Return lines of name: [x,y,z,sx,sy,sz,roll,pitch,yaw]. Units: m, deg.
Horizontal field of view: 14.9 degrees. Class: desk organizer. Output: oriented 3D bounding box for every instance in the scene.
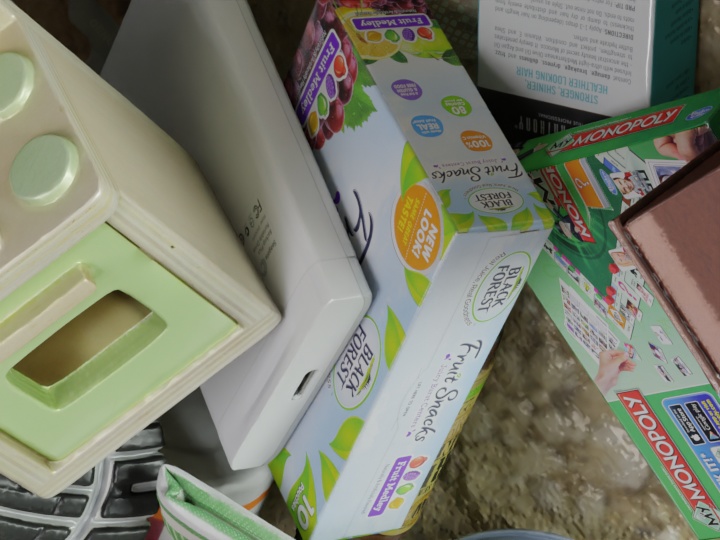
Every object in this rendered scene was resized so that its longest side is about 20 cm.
desk organizer: [0.180,-0.037,1.008,0.077,0.200,0.072,-33,91,39]

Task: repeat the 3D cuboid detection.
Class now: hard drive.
hard drive: [-0.060,-0.033,1.187,0.200,0.027,0.132,66,147,27]

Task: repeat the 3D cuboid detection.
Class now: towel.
towel: [-0.015,0.164,1.248,0.152,0.023,0.200,27,162,24]

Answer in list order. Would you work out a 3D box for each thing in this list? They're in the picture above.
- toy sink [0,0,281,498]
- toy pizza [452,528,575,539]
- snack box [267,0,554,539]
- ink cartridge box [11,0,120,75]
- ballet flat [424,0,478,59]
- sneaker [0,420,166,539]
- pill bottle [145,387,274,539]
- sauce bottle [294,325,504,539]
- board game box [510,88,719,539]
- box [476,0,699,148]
toy sink: [-0.144,-0.013,1.076,0.130,0.200,0.112,-37,53,8]
toy pizza: [0.099,0.209,1.297,0.200,0.032,0.201,15,119,28]
snack box: [0.000,0.000,1.167,0.142,0.053,0.200,61,144,34]
ink cartridge box: [-0.205,-0.066,1.265,0.162,0.200,0.050,47,162,-22]
ballet flat: [0.002,-0.174,1.157,0.067,0.062,0.200,-13,105,39]
sneaker: [-0.132,0.056,1.244,0.090,0.078,0.201,-167,86,-69]
pill bottle: [-0.118,0.136,1.362,0.114,0.114,0.200,36,128,16]
sauce bottle: [0.007,0.085,1.282,0.065,0.065,0.200,36,130,16]
board game box: [0.147,0.023,1.132,0.134,0.029,0.200,-12,120,46]
box: [0.095,-0.144,1.113,0.082,0.049,0.201,15,120,27]
